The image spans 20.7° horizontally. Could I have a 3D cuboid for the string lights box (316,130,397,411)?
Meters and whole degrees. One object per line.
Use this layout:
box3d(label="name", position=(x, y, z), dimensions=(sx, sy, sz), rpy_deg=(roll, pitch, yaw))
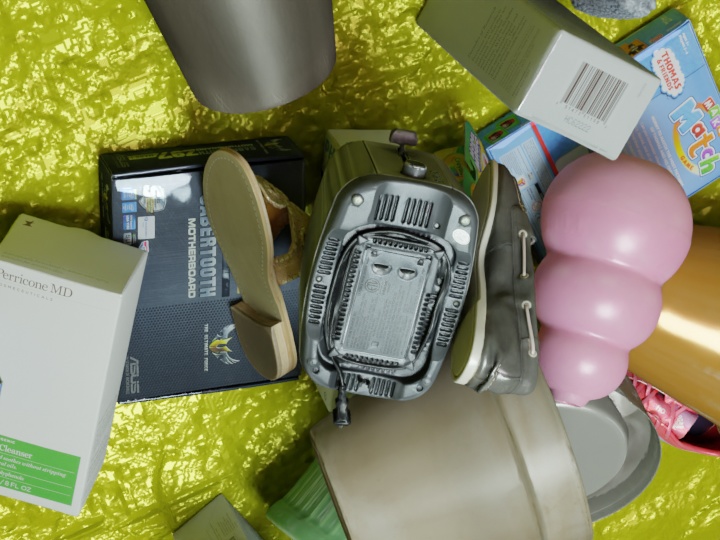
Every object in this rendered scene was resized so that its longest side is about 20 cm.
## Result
box3d(label="string lights box", position=(0.000, 0.000, 1.568), dimensions=(0.058, 0.103, 0.202), rpy_deg=(0, 115, -17))

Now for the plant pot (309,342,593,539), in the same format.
box3d(label="plant pot", position=(0.060, 0.143, 1.490), dimensions=(0.172, 0.200, 0.201), rpy_deg=(-20, 121, -5))

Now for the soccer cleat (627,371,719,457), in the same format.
box3d(label="soccer cleat", position=(0.259, 0.115, 1.755), dimensions=(0.199, 0.073, 0.069), rpy_deg=(24, 106, -29))

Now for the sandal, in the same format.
box3d(label="sandal", position=(-0.065, -0.018, 1.514), dimensions=(0.069, 0.077, 0.213), rpy_deg=(-31, 131, -29))

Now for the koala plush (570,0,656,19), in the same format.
box3d(label="koala plush", position=(0.208, -0.274, 1.457), dimensions=(0.176, 0.200, 0.185), rpy_deg=(19, 101, -34))

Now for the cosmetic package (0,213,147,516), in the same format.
box3d(label="cosmetic package", position=(-0.237, 0.072, 1.503), dimensions=(0.107, 0.085, 0.201), rpy_deg=(14, 118, 2))

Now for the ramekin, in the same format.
box3d(label="ramekin", position=(0.028, 0.223, 1.647), dimensions=(0.200, 0.200, 0.098), rpy_deg=(39, 83, -32))

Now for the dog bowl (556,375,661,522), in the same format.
box3d(label="dog bowl", position=(0.158, 0.144, 1.701), dimensions=(0.198, 0.059, 0.201), rpy_deg=(-2, 135, -2))

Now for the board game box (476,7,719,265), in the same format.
box3d(label="board game box", position=(0.212, -0.103, 1.649), dimensions=(0.199, 0.037, 0.152), rpy_deg=(-32, 122, -3))

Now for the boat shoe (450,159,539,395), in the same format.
box3d(label="boat shoe", position=(0.103, 0.008, 1.432), dimensions=(0.057, 0.201, 0.067), rpy_deg=(19, 140, -13))

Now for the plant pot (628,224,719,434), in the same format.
box3d(label="plant pot", position=(0.314, 0.046, 1.687), dimensions=(0.182, 0.200, 0.202), rpy_deg=(18, 108, -12))

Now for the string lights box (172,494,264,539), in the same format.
box3d(label="string lights box", position=(-0.070, 0.294, 1.697), dimensions=(0.059, 0.103, 0.200), rpy_deg=(-39, 122, -1))

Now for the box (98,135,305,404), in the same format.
box3d(label="box", position=(-0.124, 0.000, 1.559), dimensions=(0.156, 0.051, 0.202), rpy_deg=(-7, 117, -19))

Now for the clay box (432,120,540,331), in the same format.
box3d(label="clay box", position=(0.099, -0.011, 1.593), dimensions=(0.047, 0.115, 0.201), rpy_deg=(-14, 127, 15))

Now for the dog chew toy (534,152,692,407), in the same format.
box3d(label="dog chew toy", position=(0.192, 0.010, 1.579), dimensions=(0.124, 0.124, 0.202), rpy_deg=(21, 82, -29))

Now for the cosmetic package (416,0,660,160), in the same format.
box3d(label="cosmetic package", position=(0.130, -0.166, 1.488), dimensions=(0.101, 0.200, 0.072), rpy_deg=(22, 106, -29))

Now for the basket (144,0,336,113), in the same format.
box3d(label="basket", position=(-0.092, -0.227, 1.415), dimensions=(0.179, 0.136, 0.201), rpy_deg=(-21, 125, -6))

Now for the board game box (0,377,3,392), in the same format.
box3d(label="board game box", position=(-0.303, 0.094, 1.447), dimensions=(0.034, 0.200, 0.136), rpy_deg=(4, 114, -21))

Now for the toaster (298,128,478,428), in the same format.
box3d(label="toaster", position=(0.014, 0.001, 1.431), dimensions=(0.113, 0.129, 0.202), rpy_deg=(9, 112, -8))
